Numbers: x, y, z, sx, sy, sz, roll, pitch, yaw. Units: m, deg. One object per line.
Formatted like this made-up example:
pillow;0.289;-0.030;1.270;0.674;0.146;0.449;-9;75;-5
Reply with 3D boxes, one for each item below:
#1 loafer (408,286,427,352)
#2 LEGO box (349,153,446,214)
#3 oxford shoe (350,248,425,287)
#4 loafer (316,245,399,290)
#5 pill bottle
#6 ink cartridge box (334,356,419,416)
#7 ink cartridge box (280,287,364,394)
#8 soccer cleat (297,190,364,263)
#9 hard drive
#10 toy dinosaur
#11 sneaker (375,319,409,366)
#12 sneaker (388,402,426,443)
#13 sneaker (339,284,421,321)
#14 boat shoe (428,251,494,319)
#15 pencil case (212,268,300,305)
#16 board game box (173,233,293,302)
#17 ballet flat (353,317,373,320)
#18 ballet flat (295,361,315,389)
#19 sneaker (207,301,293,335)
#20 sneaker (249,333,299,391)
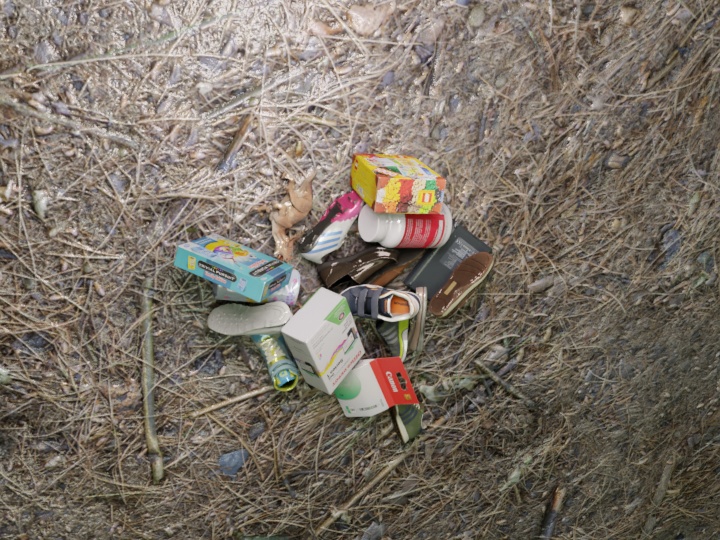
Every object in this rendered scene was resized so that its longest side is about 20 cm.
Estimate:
loafer;0.132;0.126;1.630;0.063;0.072;0.201;5;127;6
LEGO box;0.075;-0.190;1.407;0.148;0.200;0.077;-1;114;-18
oxford shoe;0.072;-0.009;1.574;0.200;0.071;0.071;-32;143;1
loafer;0.000;0.000;1.517;0.199;0.072;0.073;-17;158;11
pill bottle;0.100;-0.107;1.480;0.199;0.112;0.113;-1;114;-32
ink cartridge box;0.028;0.297;1.641;0.199;0.050;0.161;-7;122;28
ink cartridge box;-0.081;0.164;1.495;0.145;0.084;0.200;-48;140;-28
soccer cleat;-0.056;-0.099;1.491;0.200;0.070;0.086;-43;136;6
hard drive;0.219;-0.012;1.627;0.139;0.033;0.200;33;100;-27
toy dinosaur;-0.148;-0.128;1.434;0.135;0.086;0.200;40;93;-28
sneaker;0.077;0.149;1.587;0.081;0.074;0.201;4;120;3
sneaker;0.126;0.370;1.756;0.090;0.067;0.201;-23;119;-15
sneaker;0.037;0.074;1.488;0.199;0.079;0.079;0;96;12
boat shoe;0.255;0.040;1.613;0.202;0.075;0.075;-43;142;3
pencil case;-0.237;0.029;1.475;0.199;0.091;0.083;8;145;-19
board game box;-0.261;-0.010;1.362;0.199;0.151;0.047;22;108;11
ballet flat;0.004;0.097;1.595;0.199;0.069;0.070;0;113;-18
ballet flat;-0.123;0.192;1.598;0.068;0.068;0.201;11;99;-11
sneaker;-0.248;0.120;1.477;0.199;0.077;0.081;-1;157;8
sneaker;-0.200;0.197;1.534;0.079;0.131;0.200;-29;117;-3
